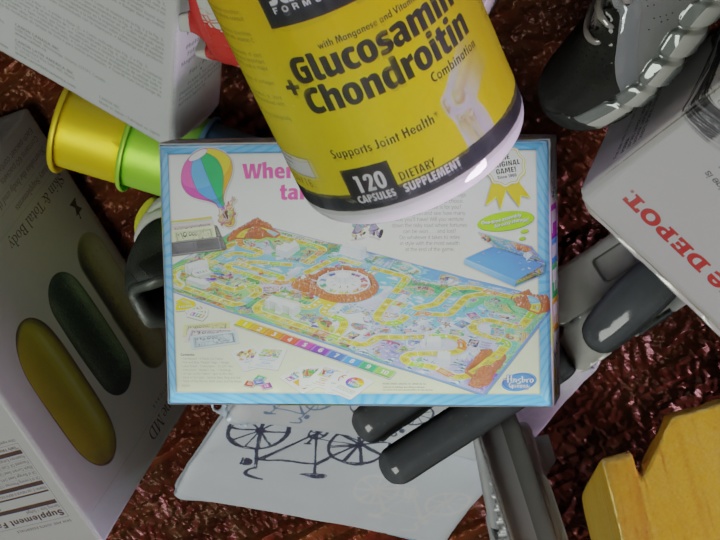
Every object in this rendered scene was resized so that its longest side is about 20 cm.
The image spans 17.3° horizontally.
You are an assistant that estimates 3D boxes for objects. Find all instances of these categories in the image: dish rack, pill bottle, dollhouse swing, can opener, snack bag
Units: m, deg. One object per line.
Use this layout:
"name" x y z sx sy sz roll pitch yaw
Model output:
"dish rack" 0.105 0.180 1.306 0.043 0.172 0.200 -15 144 0
"pill bottle" -0.011 -0.129 1.047 0.112 0.112 0.201 -9 123 29
"dollhouse swing" 0.217 0.142 1.257 0.199 0.176 0.183 -15 94 -8
"can opener" 0.086 0.040 1.225 0.200 0.067 0.053 -33 82 3
"snack bag" 0.008 0.091 1.327 0.188 0.021 0.200 13 137 -25

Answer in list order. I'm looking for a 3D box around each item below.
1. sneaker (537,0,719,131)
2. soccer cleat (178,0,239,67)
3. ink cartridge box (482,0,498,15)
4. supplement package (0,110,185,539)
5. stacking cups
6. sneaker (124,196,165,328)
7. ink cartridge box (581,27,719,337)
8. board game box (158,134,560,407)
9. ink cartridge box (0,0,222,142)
"sneaker" 0.123 -0.155 1.085 0.115 0.075 0.200 28 126 -28
"soccer cleat" -0.018 -0.115 1.155 0.085 0.069 0.200 -3 159 27
"ink cartridge box" 0.031 -0.227 1.082 0.145 0.085 0.200 27 134 4
"supplement package" -0.223 0.045 1.354 0.150 0.152 0.200 -15 119 32
"stacking cups" -0.068 -0.056 1.280 0.199 0.061 0.061 16 131 9
"sneaker" -0.039 0.024 1.304 0.199 0.085 0.075 16 131 4
"ink cartridge box" 0.226 -0.059 1.124 0.144 0.084 0.200 42 130 -12
"board game box" 0.000 0.000 1.196 0.199 0.034 0.135 0 97 11
"ink cartridge box" -0.142 -0.174 1.188 0.162 0.057 0.200 30 139 17
